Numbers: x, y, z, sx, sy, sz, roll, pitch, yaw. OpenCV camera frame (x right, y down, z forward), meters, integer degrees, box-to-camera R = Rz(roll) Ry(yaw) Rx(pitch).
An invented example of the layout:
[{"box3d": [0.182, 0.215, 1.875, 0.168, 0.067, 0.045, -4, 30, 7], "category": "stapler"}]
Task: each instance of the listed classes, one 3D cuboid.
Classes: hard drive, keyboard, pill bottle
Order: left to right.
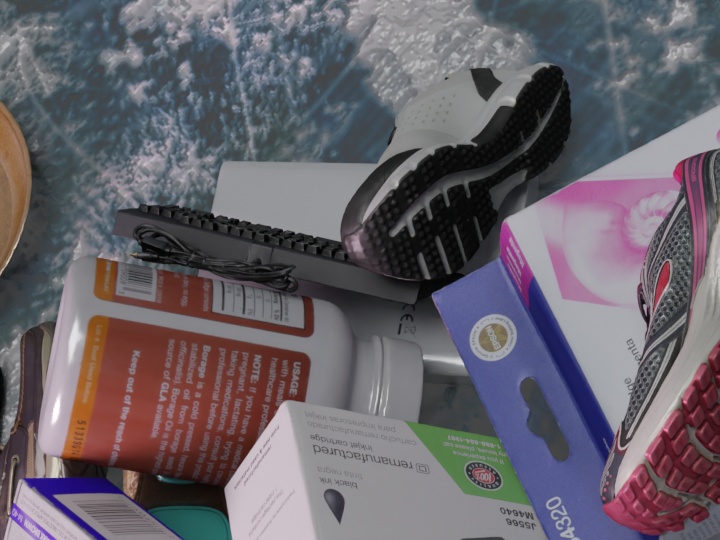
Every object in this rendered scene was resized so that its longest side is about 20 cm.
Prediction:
[{"box3d": [-0.071, 0.064, 1.242, 0.199, 0.112, 0.113, 11, 67, -9], "category": "pill bottle"}, {"box3d": [-0.052, -0.011, 1.281, 0.199, 0.127, 0.021, 12, 103, 24], "category": "keyboard"}, {"box3d": [0.000, 0.000, 1.338, 0.199, 0.027, 0.133, 2, 68, 21], "category": "hard drive"}]

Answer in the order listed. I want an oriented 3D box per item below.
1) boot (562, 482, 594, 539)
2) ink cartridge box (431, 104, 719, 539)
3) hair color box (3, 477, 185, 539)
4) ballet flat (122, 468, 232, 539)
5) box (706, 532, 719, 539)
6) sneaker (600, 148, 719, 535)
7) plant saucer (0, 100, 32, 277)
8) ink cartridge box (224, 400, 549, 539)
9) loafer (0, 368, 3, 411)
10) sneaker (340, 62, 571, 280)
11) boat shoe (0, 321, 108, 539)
[{"box3d": [0.140, 0.205, 1.163, 0.096, 0.075, 0.201, 9, 87, 14], "category": "boot"}, {"box3d": [0.154, 0.036, 1.142, 0.199, 0.043, 0.197, -28, 60, 5], "category": "ink cartridge box"}, {"box3d": [-0.157, 0.224, 1.210, 0.109, 0.065, 0.201, 29, 109, 47], "category": "hair color box"}, {"box3d": [-0.106, 0.142, 1.290, 0.070, 0.065, 0.201, 6, 56, -9], "category": "ballet flat"}, {"box3d": [0.184, 0.051, 1.203, 0.124, 0.098, 0.201, -26, 60, 8], "category": "box"}, {"box3d": [0.161, 0.033, 1.079, 0.074, 0.081, 0.201, 9, 64, 39], "category": "sneaker"}, {"box3d": [-0.295, -0.031, 1.459, 0.199, 0.035, 0.201, -8, 64, 17], "category": "plant saucer"}, {"box3d": [0.024, 0.175, 1.113, 0.084, 0.145, 0.201, -55, 35, 37], "category": "ink cartridge box"}, {"box3d": [-0.270, 0.137, 1.357, 0.072, 0.073, 0.201, -9, 54, 26], "category": "loafer"}, {"box3d": [0.042, -0.056, 1.277, 0.080, 0.074, 0.200, 8, 31, 34], "category": "sneaker"}, {"box3d": [-0.191, 0.125, 1.325, 0.073, 0.075, 0.201, -15, 61, 14], "category": "boat shoe"}]
